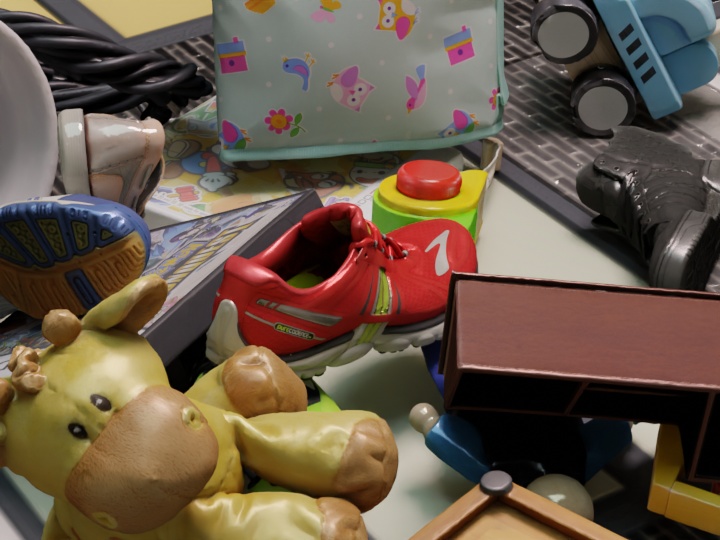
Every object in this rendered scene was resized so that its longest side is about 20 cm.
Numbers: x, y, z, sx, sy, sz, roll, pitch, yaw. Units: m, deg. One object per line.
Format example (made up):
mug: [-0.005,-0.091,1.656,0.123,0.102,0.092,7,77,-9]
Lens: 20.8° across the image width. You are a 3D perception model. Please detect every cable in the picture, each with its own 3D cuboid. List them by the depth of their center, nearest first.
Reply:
cable: [-0.204,-0.136,1.333,0.200,0.051,0.163,16,-5,-28]

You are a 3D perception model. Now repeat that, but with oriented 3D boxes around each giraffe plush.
giraffe plush: [-0.101,0.086,0.935,0.200,0.162,0.173,11,64,26]

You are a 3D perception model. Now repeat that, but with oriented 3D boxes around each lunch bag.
lunch bag: [0.000,-0.167,1.322,0.200,0.171,0.122,-3,18,-3]

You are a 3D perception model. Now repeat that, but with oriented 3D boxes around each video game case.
video game case: [-0.140,0.021,1.143,0.181,0.026,0.200,-12,21,39]
video game case: [-0.061,-0.064,1.347,0.200,0.023,0.182,20,38,30]

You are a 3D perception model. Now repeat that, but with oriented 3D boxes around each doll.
doll: [0.090,0.079,1.090,0.136,0.049,0.200,2,32,-13]

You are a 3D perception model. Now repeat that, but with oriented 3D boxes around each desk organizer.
desk organizer: [0.143,0.058,1.025,0.200,0.072,0.077,5,37,-1]

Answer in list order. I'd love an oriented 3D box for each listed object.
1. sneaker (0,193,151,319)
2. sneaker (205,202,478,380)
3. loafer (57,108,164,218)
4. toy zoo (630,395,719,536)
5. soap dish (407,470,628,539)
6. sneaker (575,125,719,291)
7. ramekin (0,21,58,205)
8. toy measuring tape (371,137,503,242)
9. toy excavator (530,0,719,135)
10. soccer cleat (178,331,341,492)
sneaker: [-0.191,-0.015,1.153,0.200,0.075,0.088,-12,20,36]
sneaker: [0.000,0.000,1.084,0.077,0.085,0.200,28,33,33]
loafer: [-0.147,-0.058,1.211,0.063,0.072,0.200,-6,-6,-3]
toy zoo: [0.238,0.106,1.050,0.200,0.020,0.131,17,36,16]
soap dish: [0.086,0.182,0.900,0.200,0.081,0.157,24,40,35]
sneaker: [0.183,-0.039,1.267,0.104,0.060,0.200,12,30,18]
ramekin: [-0.298,-0.079,1.226,0.200,0.201,0.098,-26,31,-33]
toy measuring tape: [0.048,-0.049,1.285,0.074,0.074,0.200,5,24,10]
toy excavator: [0.243,-0.168,1.412,0.200,0.195,0.100,-23,27,19]
soccer cleat: [-0.068,0.062,1.097,0.081,0.068,0.200,12,22,-37]
